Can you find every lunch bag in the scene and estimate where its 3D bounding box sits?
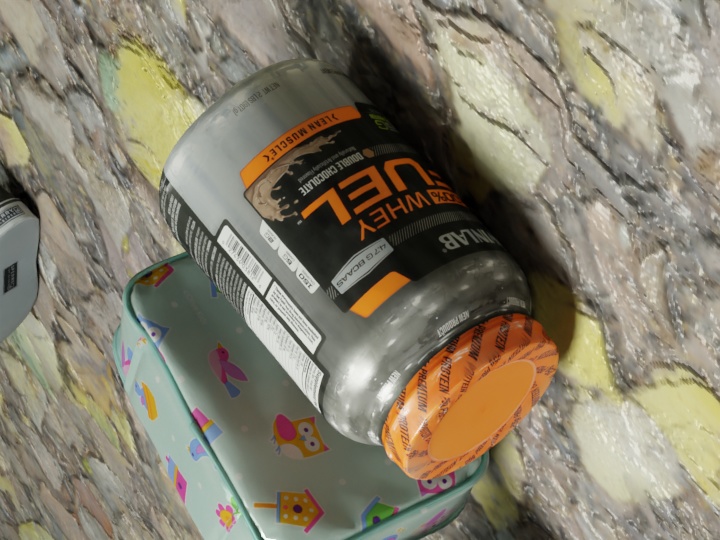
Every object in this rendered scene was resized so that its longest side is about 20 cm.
[{"bbox_3d":[-0.029,0.072,1.321,0.200,0.160,0.077,59,153,19],"label":"lunch bag"}]

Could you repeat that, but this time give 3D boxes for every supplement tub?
[{"bbox_3d":[0.000,0.000,1.212,0.200,0.122,0.123,48,155,24],"label":"supplement tub"}]

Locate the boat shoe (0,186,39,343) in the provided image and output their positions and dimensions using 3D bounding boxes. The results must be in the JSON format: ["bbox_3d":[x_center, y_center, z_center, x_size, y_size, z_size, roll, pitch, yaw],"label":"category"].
[{"bbox_3d":[-0.296,-0.004,1.884,0.068,0.074,0.199,47,154,18],"label":"boat shoe"}]
